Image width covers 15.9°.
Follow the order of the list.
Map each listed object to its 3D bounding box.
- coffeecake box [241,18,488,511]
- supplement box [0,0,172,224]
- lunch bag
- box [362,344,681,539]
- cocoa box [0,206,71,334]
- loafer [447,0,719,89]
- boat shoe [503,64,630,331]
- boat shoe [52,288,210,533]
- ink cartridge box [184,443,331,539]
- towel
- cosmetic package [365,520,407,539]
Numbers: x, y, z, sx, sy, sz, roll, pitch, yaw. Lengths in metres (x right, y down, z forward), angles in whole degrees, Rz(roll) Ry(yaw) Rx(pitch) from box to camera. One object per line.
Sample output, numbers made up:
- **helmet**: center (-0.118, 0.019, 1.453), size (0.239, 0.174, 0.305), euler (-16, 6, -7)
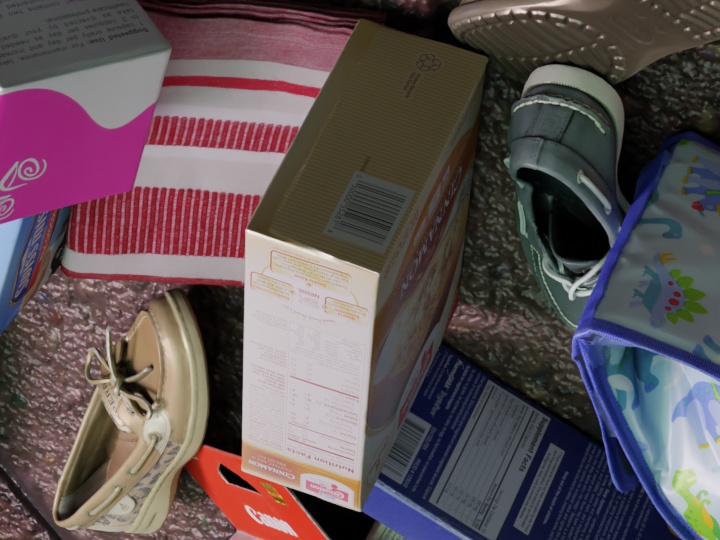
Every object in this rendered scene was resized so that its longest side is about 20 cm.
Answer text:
- **coffeecake box**: center (0.000, 0.000, 1.321), size (0.073, 0.154, 0.201), euler (18, 142, 11)
- **supplement box**: center (-0.193, -0.131, 1.305), size (0.200, 0.103, 0.102), euler (51, 140, 29)
- **lunch bag**: center (0.197, 0.047, 1.274), size (0.200, 0.170, 0.127), euler (44, 131, -13)
- **box**: center (0.091, 0.128, 1.421), size (0.199, 0.121, 0.032), euler (31, 132, 0)
- **cocoa box**: center (-0.247, -0.077, 1.410), size (0.199, 0.131, 0.134), euler (29, 133, 6)
- **loafer**: center (0.123, -0.138, 1.236), size (0.076, 0.069, 0.199), euler (38, 152, -31)
- **boat shoe**: center (0.105, -0.020, 1.315), size (0.072, 0.062, 0.200), euler (12, 147, 17)
- **boat shoe**: center (-0.135, 0.091, 1.523), size (0.062, 0.074, 0.201), euler (-5, 138, -23)
- **ink cartridge box**: center (-0.048, 0.180, 1.516), size (0.174, 0.044, 0.200), euler (50, 164, -17)
- **towel**: center (-0.075, -0.063, 1.372), size (0.143, 0.023, 0.201), euler (4, 134, -16)
- **cosmetic package**: center (0.103, 0.181, 1.491), size (0.199, 0.071, 0.105), euler (31, 133, 0)
